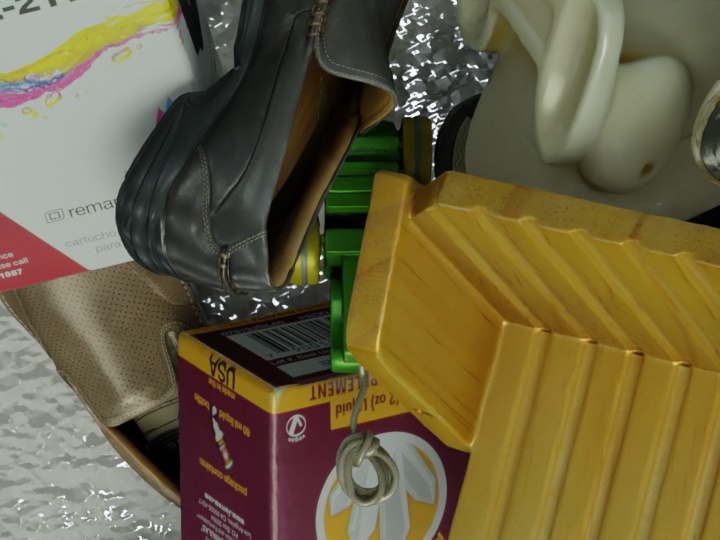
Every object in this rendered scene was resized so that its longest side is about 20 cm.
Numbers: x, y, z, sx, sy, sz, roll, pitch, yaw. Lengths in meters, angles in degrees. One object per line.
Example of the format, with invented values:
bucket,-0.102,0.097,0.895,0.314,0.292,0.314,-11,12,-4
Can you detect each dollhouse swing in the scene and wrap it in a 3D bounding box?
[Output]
dollhouse swing,0.088,0.088,1.129,0.200,0.176,0.182,15,164,31

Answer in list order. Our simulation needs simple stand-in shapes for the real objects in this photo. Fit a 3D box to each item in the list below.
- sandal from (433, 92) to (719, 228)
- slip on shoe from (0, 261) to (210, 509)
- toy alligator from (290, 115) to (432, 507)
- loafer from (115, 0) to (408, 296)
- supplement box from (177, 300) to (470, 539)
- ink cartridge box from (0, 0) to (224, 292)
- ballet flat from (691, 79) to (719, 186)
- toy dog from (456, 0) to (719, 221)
sandal,0.115,-0.021,1.280,0.201,0.057,0.080,16,87,-27
slip on shoe,-0.101,0.039,1.310,0.076,0.061,0.200,-21,132,12
toy alligator,0.000,0.000,1.235,0.059,0.201,0.054,0,171,-1
loafer,-0.012,-0.077,1.147,0.200,0.072,0.073,-61,145,-8
supplement box,-0.013,0.122,1.311,0.110,0.086,0.201,-12,112,-30
ink cartridge box,-0.140,-0.095,1.168,0.145,0.083,0.200,-13,133,5
ballet flat,0.203,-0.093,1.109,0.200,0.057,0.067,-37,108,-11
toy dog,0.151,-0.072,1.184,0.199,0.140,0.194,-4,115,-19
